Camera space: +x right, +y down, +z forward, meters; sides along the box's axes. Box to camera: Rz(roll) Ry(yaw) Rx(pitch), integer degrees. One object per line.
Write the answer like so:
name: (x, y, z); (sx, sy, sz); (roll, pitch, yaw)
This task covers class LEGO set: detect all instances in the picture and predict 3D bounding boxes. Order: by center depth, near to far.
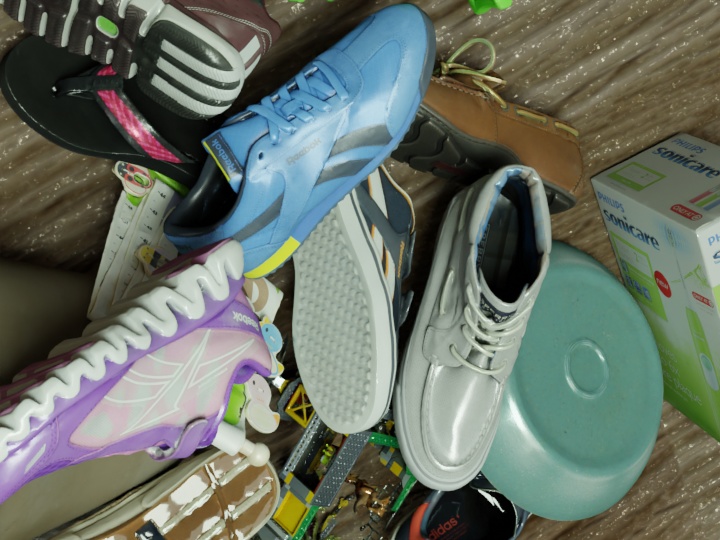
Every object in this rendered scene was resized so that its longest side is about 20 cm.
LEGO set: (-0.048, 0.145, 0.858); (0.153, 0.116, 0.201); (10, 110, -52)

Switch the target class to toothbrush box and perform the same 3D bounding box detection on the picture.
toothbrush box: (0.258, 0.020, 0.880); (0.085, 0.146, 0.201); (-25, 114, -9)

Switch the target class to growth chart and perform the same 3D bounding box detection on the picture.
growth chart: (-0.101, 0.014, 0.749); (0.144, 0.201, 0.018); (29, 130, -29)

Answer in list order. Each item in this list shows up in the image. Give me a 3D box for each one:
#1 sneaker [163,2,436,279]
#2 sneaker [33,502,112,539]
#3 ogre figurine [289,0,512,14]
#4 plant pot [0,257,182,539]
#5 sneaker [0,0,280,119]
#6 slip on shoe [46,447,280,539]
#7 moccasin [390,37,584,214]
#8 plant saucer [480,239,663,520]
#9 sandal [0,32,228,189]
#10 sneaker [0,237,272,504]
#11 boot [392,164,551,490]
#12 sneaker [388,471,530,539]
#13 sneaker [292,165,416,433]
sneaker: (-0.037, -0.078, 0.717); (0.200, 0.066, 0.078); (-48, 142, 15)
sneaker: (-0.173, 0.210, 0.847); (0.199, 0.075, 0.089); (37, 106, -19)
ogre figurine: (0.057, -0.208, 0.751); (0.198, 0.120, 0.099); (-5, 109, -18)
plant pot: (-0.198, 0.074, 0.733); (0.172, 0.199, 0.202); (-5, 110, -34)
sneaker: (-0.134, -0.175, 0.731); (0.199, 0.116, 0.076); (37, 134, 3)
slip on shoe: (-0.138, 0.169, 0.729); (0.199, 0.061, 0.076); (-36, 93, -17)
moccasin: (0.070, -0.104, 0.816); (0.200, 0.073, 0.079); (18, 69, -25)
plant saucer: (0.148, 0.071, 0.862); (0.198, 0.036, 0.202); (9, 73, -32)
sandal: (-0.121, -0.094, 0.754); (0.199, 0.045, 0.076); (23, 62, -29)
sneaker: (-0.115, 0.066, 0.628); (0.200, 0.080, 0.089); (-39, 107, -39)
boot: (0.069, 0.033, 0.763); (0.073, 0.096, 0.202); (10, 77, -8)
sneaker: (0.106, 0.149, 0.879); (0.075, 0.085, 0.200); (45, 69, 1)
sneaker: (0.000, 0.000, 0.786); (0.079, 0.078, 0.202); (1, 76, -48)
